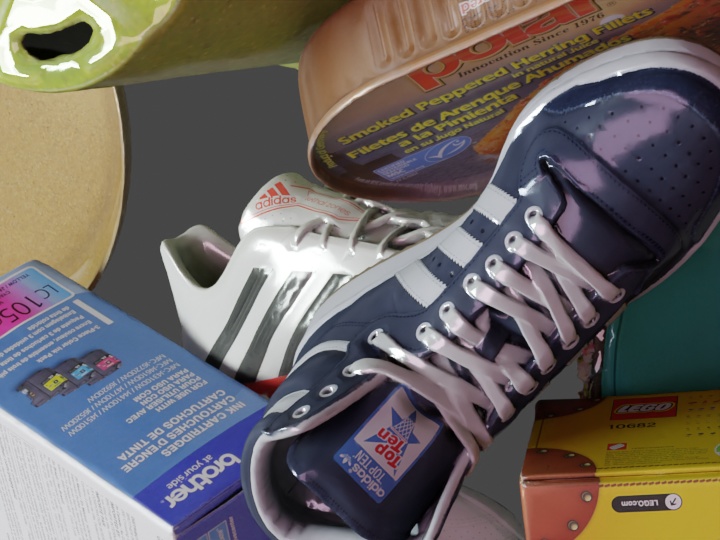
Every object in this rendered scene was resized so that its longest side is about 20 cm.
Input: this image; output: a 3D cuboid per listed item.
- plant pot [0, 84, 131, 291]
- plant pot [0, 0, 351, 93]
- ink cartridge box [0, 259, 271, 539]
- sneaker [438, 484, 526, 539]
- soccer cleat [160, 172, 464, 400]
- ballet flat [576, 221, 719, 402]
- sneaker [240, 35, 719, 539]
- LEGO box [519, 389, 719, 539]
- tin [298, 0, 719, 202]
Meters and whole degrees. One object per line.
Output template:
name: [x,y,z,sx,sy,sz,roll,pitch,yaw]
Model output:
plant pot: [-0.167,-0.067,0.962,0.199,0.027,0.202,12,113,31]
plant pot: [-0.054,-0.140,0.755,0.199,0.184,0.202,13,113,31]
ink cartridge box: [-0.078,0.101,0.881,0.199,0.076,0.137,31,141,38]
sneaker: [0.051,0.151,0.848,0.200,0.080,0.071,43,127,18]
soccer cleat: [0.000,0.000,0.836,0.199,0.068,0.086,-19,96,46]
ballet flat: [0.103,0.060,0.790,0.064,0.075,0.202,-164,67,-68]
sneaker: [0.038,0.017,0.700,0.070,0.109,0.200,42,127,-9]
LEGO box: [0.155,0.116,0.714,0.198,0.077,0.150,-3,105,11]
tin: [0.071,-0.076,0.720,0.199,0.112,0.042,-22,71,24]
